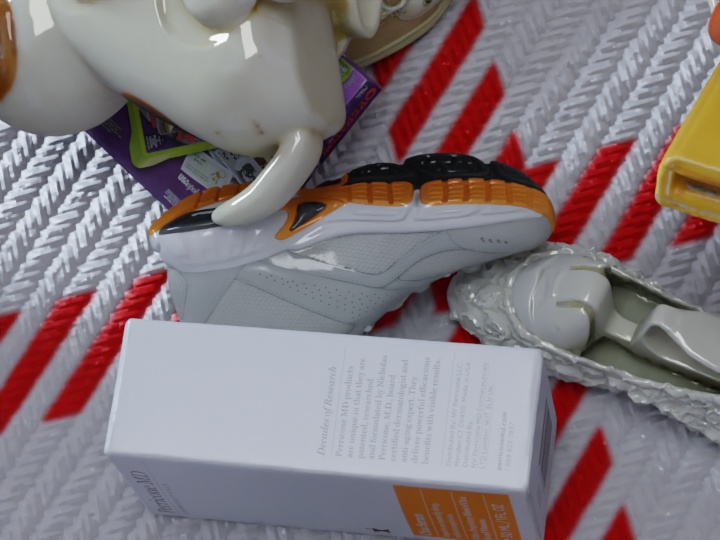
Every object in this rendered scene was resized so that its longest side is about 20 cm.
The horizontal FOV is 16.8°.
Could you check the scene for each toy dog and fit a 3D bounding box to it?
[{"bbox_3d":[-0.100,-0.119,1.204,0.199,0.139,0.196,-1,93,25],"label":"toy dog"}]

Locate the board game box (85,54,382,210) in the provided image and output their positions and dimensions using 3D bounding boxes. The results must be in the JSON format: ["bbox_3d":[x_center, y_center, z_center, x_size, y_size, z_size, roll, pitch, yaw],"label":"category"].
[{"bbox_3d":[-0.097,-0.111,1.275,0.200,0.032,0.120,43,102,21],"label":"board game box"}]

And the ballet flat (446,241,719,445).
[{"bbox_3d":[0.134,0.026,1.181,0.199,0.072,0.072,22,72,17],"label":"ballet flat"}]

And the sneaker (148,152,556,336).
[{"bbox_3d":[0.000,0.000,1.209,0.198,0.076,0.093,-6,110,9],"label":"sneaker"}]

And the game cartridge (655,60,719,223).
[{"bbox_3d":[0.244,-0.070,1.095,0.175,0.033,0.200,17,43,15],"label":"game cartridge"}]

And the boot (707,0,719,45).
[{"bbox_3d":[0.207,-0.091,1.048,0.106,0.075,0.200,-6,33,-4],"label":"boot"}]

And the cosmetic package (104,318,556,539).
[{"bbox_3d":[-0.011,0.078,1.161,0.198,0.102,0.072,4,69,11],"label":"cosmetic package"}]

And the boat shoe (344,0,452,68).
[{"bbox_3d":[0.038,-0.181,1.282,0.200,0.063,0.073,-35,67,-5],"label":"boat shoe"}]
